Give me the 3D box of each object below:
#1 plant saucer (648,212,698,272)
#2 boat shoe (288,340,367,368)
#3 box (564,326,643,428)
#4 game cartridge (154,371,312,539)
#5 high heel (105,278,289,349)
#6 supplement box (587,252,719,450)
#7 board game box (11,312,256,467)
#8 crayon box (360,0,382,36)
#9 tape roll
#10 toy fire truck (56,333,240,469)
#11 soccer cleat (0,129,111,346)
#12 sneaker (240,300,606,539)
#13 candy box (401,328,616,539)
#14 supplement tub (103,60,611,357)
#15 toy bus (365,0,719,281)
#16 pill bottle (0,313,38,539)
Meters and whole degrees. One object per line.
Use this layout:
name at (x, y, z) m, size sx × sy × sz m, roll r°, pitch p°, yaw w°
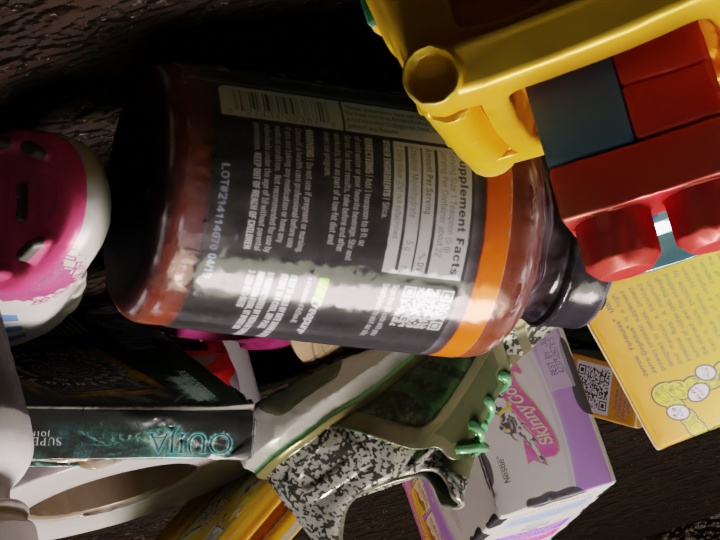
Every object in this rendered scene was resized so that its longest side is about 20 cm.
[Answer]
plant saucer at (0.127, -0.034, 1.167) m, size 0.199 × 0.028 × 0.200 m, roll -13°, pitch 164°, yaw -4°
boat shoe at (0.000, 0.000, 1.213) m, size 0.072 × 0.065 × 0.200 m, roll -43°, pitch 166°, yaw 18°
box at (0.132, 0.056, 1.551) m, size 0.199 × 0.042 × 0.119 m, roll 16°, pitch -167°, yaw 43°
game cartridge at (-0.065, 0.136, 1.515) m, size 0.176 × 0.032 × 0.200 m, roll -49°, pitch -169°, yaw -9°
high heel at (-0.079, 0.022, 1.243) m, size 0.096 × 0.068 × 0.199 m, roll -38°, pitch 161°, yaw 29°
supplement box at (0.232, -0.002, 1.368) m, size 0.199 × 0.110 × 0.109 m, roll -22°, pitch -160°, yaw 22°
board game box at (-0.139, 0.051, 1.137) m, size 0.134 × 0.028 × 0.200 m, roll 1°, pitch -170°, yaw -20°
crayon box at (0.082, -0.117, 0.931) m, size 0.118 × 0.059 × 0.200 m, roll -22°, pitch 166°, yaw 19°
tape roll at (-0.155, 0.098, 1.452) m, size 0.201 × 0.071 × 0.203 m, roll -17°, pitch 166°, yaw -4°
toy fire truck at (-0.153, 0.072, 1.240) m, size 0.198 × 0.049 × 0.141 m, roll 1°, pitch -164°, yaw -12°
soccer cleat at (-0.142, -0.010, 1.051) m, size 0.086 × 0.070 × 0.200 m, roll 7°, pitch 162°, yaw -35°
sneaker at (0.038, 0.069, 1.193) m, size 0.199 × 0.089 × 0.077 m, roll -28°, pitch 171°, yaw -10°
candy box at (0.064, 0.072, 1.410) m, size 0.071 × 0.169 × 0.200 m, roll -15°, pitch 166°, yaw -13°
supplement tub at (0.002, -0.021, 1.010) m, size 0.199 × 0.108 × 0.107 m, roll 7°, pitch 158°, yaw -20°
toy bus at (0.093, -0.100, 0.740) m, size 0.199 × 0.193 × 0.136 m, roll -21°, pitch 164°, yaw 9°
pill bottle at (-0.183, 0.034, 0.903) m, size 0.112 × 0.201 × 0.113 m, roll -16°, pitch 167°, yaw -4°
